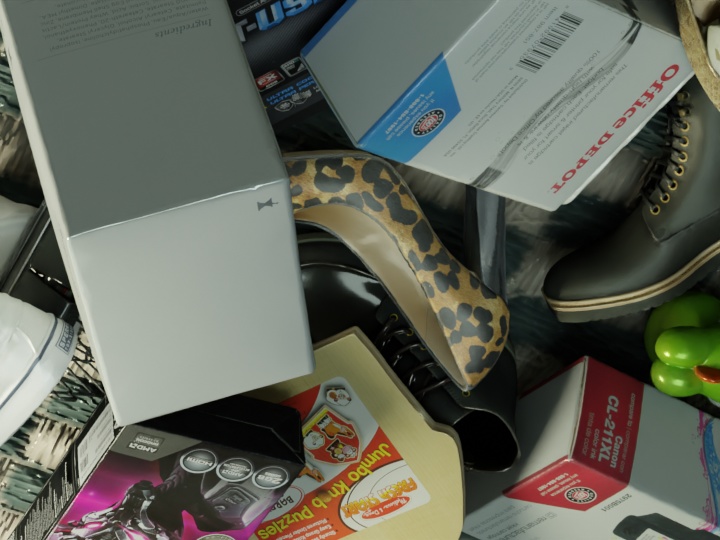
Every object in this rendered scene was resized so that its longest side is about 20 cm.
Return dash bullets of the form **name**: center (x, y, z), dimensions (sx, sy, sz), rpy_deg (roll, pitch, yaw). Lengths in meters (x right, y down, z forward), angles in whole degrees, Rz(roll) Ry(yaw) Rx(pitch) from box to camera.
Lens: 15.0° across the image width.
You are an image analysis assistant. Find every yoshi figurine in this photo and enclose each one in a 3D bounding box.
- **yoshi figurine**: center (0.272, 0.048, 1.814), dimensions (0.200, 0.112, 0.112), rpy_deg (2, 165, -24)

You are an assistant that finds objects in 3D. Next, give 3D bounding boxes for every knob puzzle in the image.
- **knob puzzle**: center (-0.017, 0.140, 1.776), dimensions (0.220, 0.030, 0.220), rpy_deg (6, 122, 9)

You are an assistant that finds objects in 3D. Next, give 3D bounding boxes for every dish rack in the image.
- **dish rack**: center (-0.142, 0.013, 1.699), dimensions (0.153, 0.055, 0.200), rpy_deg (-59, 153, 11)

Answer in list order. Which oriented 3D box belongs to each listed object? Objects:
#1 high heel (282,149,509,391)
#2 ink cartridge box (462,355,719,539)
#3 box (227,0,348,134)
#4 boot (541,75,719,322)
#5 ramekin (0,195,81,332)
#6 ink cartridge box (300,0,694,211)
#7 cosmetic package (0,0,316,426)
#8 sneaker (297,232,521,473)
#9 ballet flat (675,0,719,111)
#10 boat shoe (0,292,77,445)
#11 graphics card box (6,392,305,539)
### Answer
- **high heel**: center (0.000, 0.000, 1.709), dimensions (0.200, 0.071, 0.143), rpy_deg (4, 82, -15)
- **ink cartridge box**: center (0.186, 0.152, 1.829), dimensions (0.200, 0.083, 0.146), rpy_deg (26, 145, -21)
- **box**: center (-0.071, -0.151, 1.606), dimensions (0.200, 0.050, 0.199), rpy_deg (-26, 150, 10)
- **boot**: center (0.192, -0.063, 1.734), dimensions (0.200, 0.077, 0.138), rpy_deg (-26, 119, -5)
- **ramekin**: center (-0.271, 0.032, 1.675), dimensions (0.202, 0.094, 0.202), rpy_deg (-37, 147, -30)
- **ink cartridge box**: center (0.087, -0.128, 1.616), dimensions (0.145, 0.084, 0.200), rpy_deg (-47, 145, 21)
- **cosmetic package**: center (-0.113, -0.057, 1.487), dimensions (0.123, 0.200, 0.199), rpy_deg (-17, 148, -7)
- **sneaker**: center (0.025, 0.051, 1.762), dimensions (0.200, 0.106, 0.075), rpy_deg (27, 117, -22)
- **ballet flat**: center (0.213, -0.164, 1.588), dimensions (0.070, 0.065, 0.200), rpy_deg (-21, 101, 8)
- **boat shoe**: center (-0.249, 0.087, 1.605), dimensions (0.065, 0.074, 0.200), rpy_deg (34, 110, -21)
- **graphics card box**: center (-0.133, 0.149, 1.734), dimensions (0.125, 0.051, 0.200), rpy_deg (16, 133, -24)
